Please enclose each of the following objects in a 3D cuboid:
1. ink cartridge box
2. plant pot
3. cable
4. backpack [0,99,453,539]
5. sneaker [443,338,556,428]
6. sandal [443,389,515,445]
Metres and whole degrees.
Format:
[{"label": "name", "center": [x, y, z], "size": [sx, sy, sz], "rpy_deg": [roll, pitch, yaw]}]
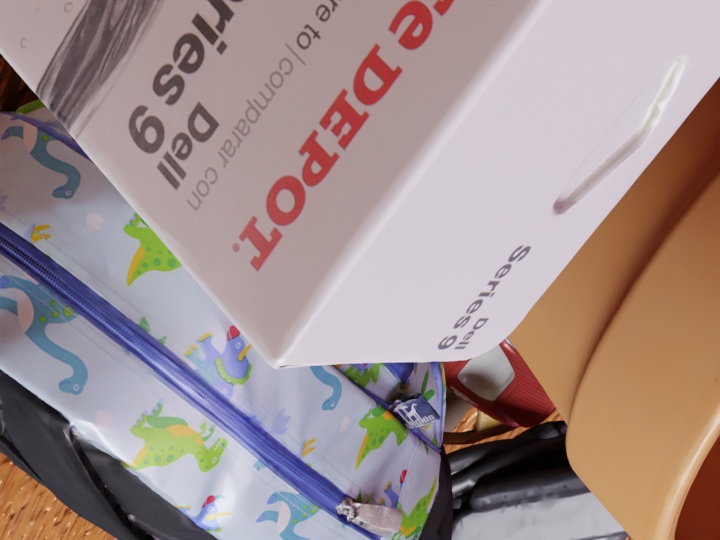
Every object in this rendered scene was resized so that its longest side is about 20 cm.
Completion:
[{"label": "ink cartridge box", "center": [-0.015, -0.097, 0.563], "size": [0.084, 0.200, 0.146], "rpy_deg": [-2, 133, -55]}, {"label": "plant pot", "center": [0.107, -0.031, 0.734], "size": [0.200, 0.140, 0.200], "rpy_deg": [-38, 156, -21]}, {"label": "cable", "center": [0.065, 0.080, 1.018], "size": [0.200, 0.051, 0.163], "rpy_deg": [-15, -177, 23]}, {"label": "backpack", "center": [-0.058, 0.020, 0.773], "size": [0.154, 0.163, 0.200], "rpy_deg": [-56, 147, 9]}, {"label": "sneaker", "center": [0.092, -0.022, 0.925], "size": [0.116, 0.078, 0.200], "rpy_deg": [-57, -169, -26]}, {"label": "sandal", "center": [0.070, 0.030, 1.084], "size": [0.200, 0.054, 0.080], "rpy_deg": [-45, 156, 5]}]
